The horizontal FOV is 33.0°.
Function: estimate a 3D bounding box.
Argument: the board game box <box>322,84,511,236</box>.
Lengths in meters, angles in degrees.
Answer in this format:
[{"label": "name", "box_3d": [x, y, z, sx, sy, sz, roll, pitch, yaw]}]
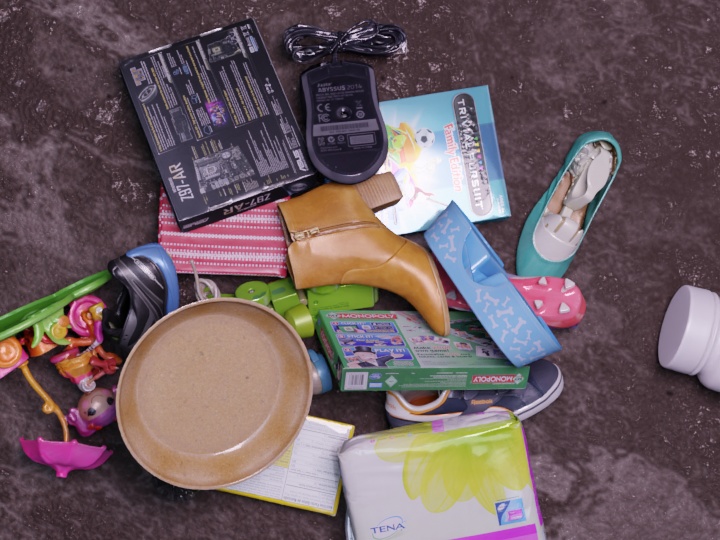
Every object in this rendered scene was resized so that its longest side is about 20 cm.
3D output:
[{"label": "board game box", "box_3d": [0.056, -0.116, 1.364, 0.199, 0.047, 0.151, -10, 87, -3]}]

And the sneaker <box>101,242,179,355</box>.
[{"label": "sneaker", "box_3d": [-0.234, 0.065, 1.294, 0.083, 0.071, 0.200, -12, 120, -20]}]

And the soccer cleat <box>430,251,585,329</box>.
[{"label": "soccer cleat", "box_3d": [0.151, 0.028, 1.351, 0.200, 0.077, 0.067, 10, 66, 17]}]

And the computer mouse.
[{"label": "computer mouse", "box_3d": [-0.014, -0.175, 1.319, 0.138, 0.053, 0.200, -1, 66, -3]}]

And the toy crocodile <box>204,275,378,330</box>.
[{"label": "toy crocodile", "box_3d": [-0.077, 0.032, 1.344, 0.199, 0.062, 0.068, -12, 126, -6]}]

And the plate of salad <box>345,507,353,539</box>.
[{"label": "plate of salad", "box_3d": [0.083, 0.281, 1.340, 0.200, 0.048, 0.201, -1, 81, 7]}]

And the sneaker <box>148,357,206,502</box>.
[{"label": "sneaker", "box_3d": [-0.183, 0.136, 1.280, 0.078, 0.085, 0.201, 8, 106, 21]}]

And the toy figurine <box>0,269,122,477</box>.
[{"label": "toy figurine", "box_3d": [-0.316, 0.123, 1.309, 0.200, 0.150, 0.184, -30, 103, -29]}]

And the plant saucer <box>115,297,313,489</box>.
[{"label": "plant saucer", "box_3d": [-0.147, 0.118, 1.208, 0.200, 0.035, 0.201, -6, 108, -21]}]

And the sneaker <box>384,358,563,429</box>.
[{"label": "sneaker", "box_3d": [0.123, 0.128, 1.326, 0.200, 0.078, 0.080, -19, 122, -4]}]

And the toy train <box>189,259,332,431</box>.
[{"label": "toy train", "box_3d": [-0.101, 0.063, 1.282, 0.116, 0.085, 0.200, -20, 114, -20]}]

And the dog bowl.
[{"label": "dog bowl", "box_3d": [0.132, 0.016, 1.258, 0.050, 0.111, 0.200, -36, 59, 8]}]

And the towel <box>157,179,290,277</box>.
[{"label": "towel", "box_3d": [-0.149, -0.090, 1.343, 0.144, 0.022, 0.201, 2, 73, -3]}]

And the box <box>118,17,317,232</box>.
[{"label": "box", "box_3d": [-0.156, -0.160, 1.329, 0.160, 0.044, 0.200, -21, 76, -10]}]

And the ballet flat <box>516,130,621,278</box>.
[{"label": "ballet flat", "box_3d": [0.233, -0.069, 1.358, 0.067, 0.070, 0.200, 27, 86, -4]}]

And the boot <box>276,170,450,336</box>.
[{"label": "boot", "box_3d": [0.000, -0.001, 1.294, 0.144, 0.071, 0.202, -21, 79, -11]}]

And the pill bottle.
[{"label": "pill bottle", "box_3d": [0.440, 0.088, 1.338, 0.200, 0.113, 0.114, 16, 86, -2]}]

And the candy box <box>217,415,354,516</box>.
[{"label": "candy box", "box_3d": [-0.114, 0.199, 1.344, 0.200, 0.026, 0.102, 13, 87, -1]}]

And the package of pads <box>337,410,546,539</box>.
[{"label": "package of pads", "box_3d": [0.084, 0.235, 1.275, 0.199, 0.068, 0.155, -12, 93, 4]}]

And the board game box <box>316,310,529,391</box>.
[{"label": "board game box", "box_3d": [0.063, 0.083, 1.292, 0.199, 0.135, 0.029, 1, 113, -14]}]
